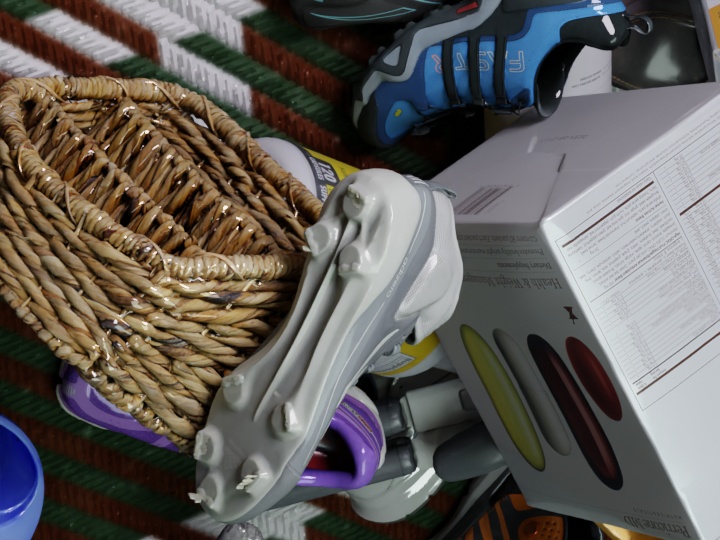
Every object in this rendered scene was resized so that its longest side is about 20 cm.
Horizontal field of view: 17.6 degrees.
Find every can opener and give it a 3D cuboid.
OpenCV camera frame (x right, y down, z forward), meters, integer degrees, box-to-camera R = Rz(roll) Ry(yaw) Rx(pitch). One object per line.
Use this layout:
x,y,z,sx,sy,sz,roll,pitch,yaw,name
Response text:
0.015,0.109,1.434,0.199,0.067,0.054,-15,103,3,can opener

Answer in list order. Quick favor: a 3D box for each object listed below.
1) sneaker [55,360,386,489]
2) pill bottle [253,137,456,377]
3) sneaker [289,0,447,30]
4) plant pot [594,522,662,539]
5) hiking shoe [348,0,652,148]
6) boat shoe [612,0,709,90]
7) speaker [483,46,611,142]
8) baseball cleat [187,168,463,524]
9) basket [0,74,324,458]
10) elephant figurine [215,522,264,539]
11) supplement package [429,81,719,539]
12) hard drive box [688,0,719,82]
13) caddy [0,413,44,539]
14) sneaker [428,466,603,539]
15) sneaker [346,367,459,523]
-0.079,0.080,1.365,0.199,0.083,0.081,13,104,-6,sneaker
0.000,0.000,1.382,0.199,0.112,0.112,19,106,-40,pill bottle
0.041,-0.191,1.335,0.199,0.076,0.079,-18,150,-27,sneaker
0.252,0.108,1.482,0.183,0.200,0.200,-51,133,-12,plant pot
0.070,-0.114,1.326,0.074,0.087,0.200,-24,169,-48,hiking shoe
0.229,-0.133,1.481,0.199,0.073,0.075,3,116,-35,boat shoe
0.115,-0.086,1.427,0.081,0.081,0.201,-20,126,-23,speaker
-0.008,0.045,1.170,0.106,0.070,0.201,8,118,-48,baseball cleat
-0.120,-0.031,1.219,0.149,0.200,0.143,-46,139,1,basket
-0.081,0.237,1.473,0.141,0.154,0.201,-32,111,-60,elephant figurine
0.146,0.021,1.285,0.147,0.191,0.201,-35,105,-21,supplement package
0.272,-0.169,1.371,0.155,0.201,0.077,-11,128,6,hard drive box
-0.272,0.122,1.276,0.199,0.105,0.142,11,110,-38,caddy
0.089,0.222,1.579,0.077,0.112,0.201,22,103,-41,sneaker
0.052,0.071,1.492,0.200,0.074,0.087,-48,127,-1,sneaker
